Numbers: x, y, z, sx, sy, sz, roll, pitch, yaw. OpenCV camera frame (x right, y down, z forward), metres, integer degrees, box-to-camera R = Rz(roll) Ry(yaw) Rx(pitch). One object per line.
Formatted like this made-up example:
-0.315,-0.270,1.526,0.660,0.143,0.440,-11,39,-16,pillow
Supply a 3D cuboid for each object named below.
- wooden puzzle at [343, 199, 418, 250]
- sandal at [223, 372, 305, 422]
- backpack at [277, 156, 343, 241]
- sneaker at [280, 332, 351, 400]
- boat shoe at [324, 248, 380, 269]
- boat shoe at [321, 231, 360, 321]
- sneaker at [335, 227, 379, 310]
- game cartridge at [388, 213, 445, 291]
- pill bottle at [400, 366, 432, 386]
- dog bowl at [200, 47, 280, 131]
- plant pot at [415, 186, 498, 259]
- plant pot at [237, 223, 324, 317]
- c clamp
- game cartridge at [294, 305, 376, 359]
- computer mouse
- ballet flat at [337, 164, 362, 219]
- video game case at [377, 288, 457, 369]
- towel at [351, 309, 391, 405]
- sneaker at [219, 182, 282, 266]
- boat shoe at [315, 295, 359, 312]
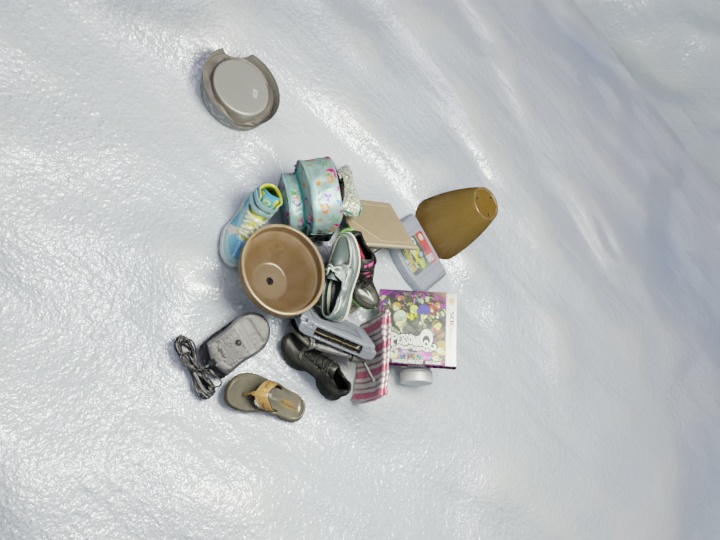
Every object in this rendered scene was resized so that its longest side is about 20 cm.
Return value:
0.035,-0.116,1.504,0.181,0.038,0.202,3,40,-35,wooden puzzle
-0.192,0.271,1.235,0.198,0.054,0.083,30,63,-29,sandal
-0.113,-0.164,1.357,0.147,0.200,0.182,-8,79,-22,backpack
-0.093,0.209,1.311,0.200,0.090,0.077,43,60,-15,sneaker
-0.029,-0.049,1.468,0.199,0.072,0.073,-29,87,-49,boat shoe
-0.049,0.013,1.312,0.061,0.071,0.206,7,92,-59,boat shoe
0.000,0.000,1.366,0.076,0.083,0.204,-27,102,-32,sneaker
0.147,-0.042,1.611,0.132,0.041,0.203,-34,95,-35,game cartridge
0.141,0.183,1.479,0.109,0.111,0.205,14,67,-31,pill bottle
-0.293,-0.429,1.406,0.196,0.058,0.205,13,68,-33,dog bowl
0.283,-0.151,1.643,0.183,0.199,0.191,12,68,-31,plant pot
-0.183,0.010,1.283,0.197,0.092,0.206,12,66,-28,plant pot
-0.068,0.167,1.316,0.197,0.027,0.171,24,16,-28,c clamp
-0.065,0.133,1.338,0.197,0.134,0.041,26,103,-23,game cartridge
-0.280,0.158,1.221,0.198,0.052,0.141,-31,99,-28,computer mouse
-0.045,-0.205,1.466,0.071,0.072,0.202,20,31,-29,ballet flat
0.136,0.140,1.416,0.194,0.036,0.186,4,69,4,video game case
0.025,0.203,1.366,0.029,0.146,0.205,13,66,-23,towel
-0.238,-0.111,1.290,0.079,0.130,0.204,30,60,-24,sneaker
-0.074,0.049,1.396,0.196,0.062,0.075,13,63,-33,boat shoe
